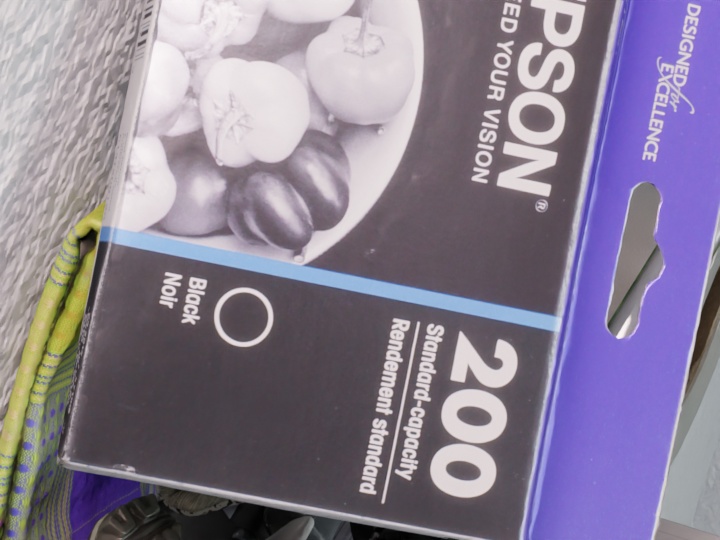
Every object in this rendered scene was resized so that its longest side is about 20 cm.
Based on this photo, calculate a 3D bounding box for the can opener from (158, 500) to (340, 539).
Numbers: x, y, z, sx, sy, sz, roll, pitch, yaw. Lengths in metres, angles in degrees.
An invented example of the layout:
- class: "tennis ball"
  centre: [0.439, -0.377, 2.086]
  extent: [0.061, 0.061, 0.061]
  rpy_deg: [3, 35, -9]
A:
- class: "can opener"
  centre: [-0.041, 0.102, 1.001]
  extent: [0.053, 0.067, 0.200]
  rpy_deg: [-33, -177, 17]

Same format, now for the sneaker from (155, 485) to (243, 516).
- class: "sneaker"
  centre: [0.000, 0.029, 0.825]
  extent: [0.200, 0.077, 0.089]
  rpy_deg: [-47, 173, 32]

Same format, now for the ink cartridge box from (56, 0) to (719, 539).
- class: "ink cartridge box"
  centre: [0.021, -0.017, 0.753]
  extent: [0.043, 0.199, 0.199]
  rpy_deg: [-176, -83, -79]

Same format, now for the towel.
- class: "towel"
  centre: [-0.073, 0.029, 0.864]
  extent: [0.200, 0.023, 0.144]
  rpy_deg: [-25, 134, -70]

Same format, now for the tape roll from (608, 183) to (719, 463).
- class: "tape roll"
  centre: [0.135, 0.004, 1.363]
  extent: [0.203, 0.139, 0.203]
  rpy_deg: [19, 90, -76]

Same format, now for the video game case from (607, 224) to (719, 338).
- class: "video game case"
  centre: [0.121, 0.020, 1.023]
  extent: [0.200, 0.022, 0.182]
  rpy_deg: [-59, 172, -5]

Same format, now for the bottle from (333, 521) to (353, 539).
- class: "bottle"
  centre: [-0.025, 0.149, 1.115]
  extent: [0.200, 0.065, 0.084]
  rpy_deg: [-55, 160, -46]

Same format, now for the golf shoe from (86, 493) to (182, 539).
- class: "golf shoe"
  centre: [-0.119, 0.150, 0.750]
  extent: [0.200, 0.077, 0.088]
  rpy_deg: [-30, 169, -46]

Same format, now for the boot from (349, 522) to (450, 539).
- class: "boot"
  centre: [-0.018, 0.139, 0.846]
  extent: [0.200, 0.066, 0.165]
  rpy_deg: [-46, -178, -26]

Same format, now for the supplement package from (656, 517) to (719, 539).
- class: "supplement package"
  centre: [0.122, 0.221, 1.066]
  extent: [0.117, 0.117, 0.200]
  rpy_deg: [46, 66, -48]
